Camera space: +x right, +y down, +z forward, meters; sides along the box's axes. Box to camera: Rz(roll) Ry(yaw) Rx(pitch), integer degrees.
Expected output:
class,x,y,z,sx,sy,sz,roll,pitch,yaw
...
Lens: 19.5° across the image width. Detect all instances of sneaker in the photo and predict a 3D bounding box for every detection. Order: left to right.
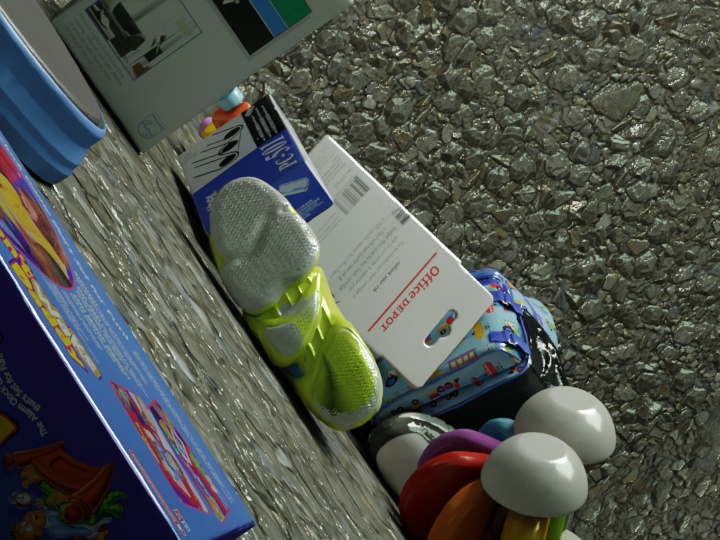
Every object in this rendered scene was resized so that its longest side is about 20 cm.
class,x,y,z,sx,sy,sz,roll,pitch,yaw
sneaker,-0.052,0.032,1.535,0.201,0.075,0.105,63,-9,10
sneaker,0.078,0.200,1.755,0.200,0.073,0.080,49,16,-25

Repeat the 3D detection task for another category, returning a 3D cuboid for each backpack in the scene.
class,x,y,z,sx,sy,sz,roll,pitch,yaw
backpack,0.085,0.076,1.844,0.135,0.182,0.201,53,21,-34

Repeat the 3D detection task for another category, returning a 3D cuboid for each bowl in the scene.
class,x,y,z,sx,sy,sz,roll,pitch,yaw
bowl,-0.197,-0.138,1.065,0.201,0.039,0.201,56,2,-2

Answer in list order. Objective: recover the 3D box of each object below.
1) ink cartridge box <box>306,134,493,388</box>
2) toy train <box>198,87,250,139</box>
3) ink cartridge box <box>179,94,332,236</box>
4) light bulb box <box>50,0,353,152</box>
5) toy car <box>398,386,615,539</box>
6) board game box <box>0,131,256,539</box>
class,x,y,z,sx,sy,sz,roll,pitch,yaw
ink cartridge box,0.000,0.000,1.764,0.200,0.116,0.067,44,-21,-4
toy train,-0.095,-0.081,1.952,0.200,0.056,0.150,53,-19,-26
ink cartridge box,-0.086,-0.073,1.668,0.044,0.094,0.200,55,2,-22
light bulb box,-0.124,-0.209,1.643,0.125,0.199,0.198,55,3,-12
toy car,0.109,0.185,1.662,0.149,0.176,0.200,16,26,15
board game box,-0.112,0.009,0.634,0.201,0.045,0.134,56,2,6
